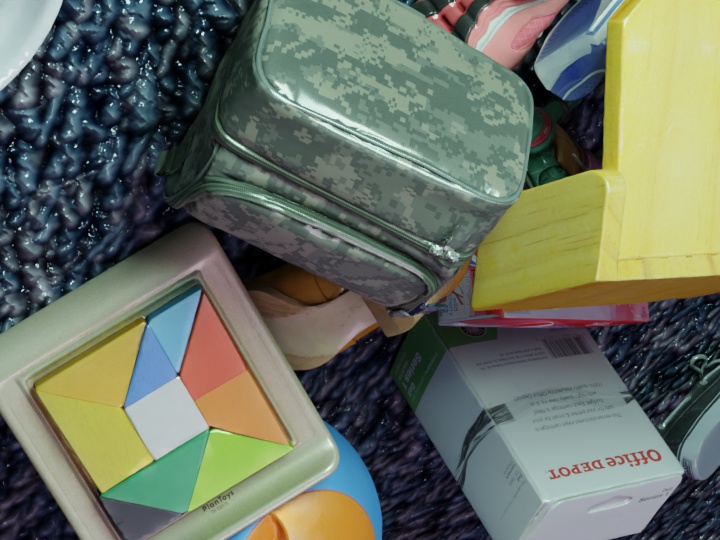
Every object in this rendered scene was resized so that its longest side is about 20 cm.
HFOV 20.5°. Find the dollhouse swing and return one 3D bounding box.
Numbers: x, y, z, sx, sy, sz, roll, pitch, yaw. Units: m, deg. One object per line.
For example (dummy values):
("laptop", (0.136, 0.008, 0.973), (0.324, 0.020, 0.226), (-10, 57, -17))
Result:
("dollhouse swing", (0.183, -0.075, 1.282), (0.199, 0.177, 0.181), (-4, 173, -34))

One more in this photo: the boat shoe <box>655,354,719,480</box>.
("boat shoe", (0.337, 0.111, 1.840), (0.199, 0.068, 0.074), (-47, 140, -25))

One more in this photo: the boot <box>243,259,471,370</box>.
("boot", (0.000, -0.001, 1.421), (0.144, 0.200, 0.071), (-50, 120, -44))

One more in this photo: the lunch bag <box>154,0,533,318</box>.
("lunch bag", (-0.009, -0.067, 1.238), (0.199, 0.140, 0.168), (25, 137, -16))

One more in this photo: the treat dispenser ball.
("treat dispenser ball", (-0.084, 0.194, 1.481), (0.200, 0.201, 0.201), (-22, 144, -17))

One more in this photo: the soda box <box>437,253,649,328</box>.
("soda box", (0.140, 0.008, 1.514), (0.063, 0.070, 0.199), (-8, 173, 40))

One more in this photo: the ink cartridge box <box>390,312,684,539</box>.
("ink cartridge box", (0.137, 0.119, 1.566), (0.145, 0.200, 0.085), (-7, 140, -33))

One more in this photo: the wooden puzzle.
("wooden puzzle", (-0.136, 0.096, 1.351), (0.184, 0.037, 0.201), (-31, 101, -4))

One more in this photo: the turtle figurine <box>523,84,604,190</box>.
("turtle figurine", (0.152, -0.080, 1.424), (0.100, 0.151, 0.200), (-7, 157, 19))

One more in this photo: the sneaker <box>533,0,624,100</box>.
("sneaker", (0.213, -0.159, 1.305), (0.199, 0.115, 0.080), (-44, -170, -35))

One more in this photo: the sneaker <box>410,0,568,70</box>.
("sneaker", (0.096, -0.178, 1.310), (0.200, 0.074, 0.087), (-39, 158, 16))

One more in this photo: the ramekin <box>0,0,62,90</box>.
("ramekin", (-0.255, -0.165, 0.997), (0.200, 0.098, 0.201), (-22, 145, -17))
